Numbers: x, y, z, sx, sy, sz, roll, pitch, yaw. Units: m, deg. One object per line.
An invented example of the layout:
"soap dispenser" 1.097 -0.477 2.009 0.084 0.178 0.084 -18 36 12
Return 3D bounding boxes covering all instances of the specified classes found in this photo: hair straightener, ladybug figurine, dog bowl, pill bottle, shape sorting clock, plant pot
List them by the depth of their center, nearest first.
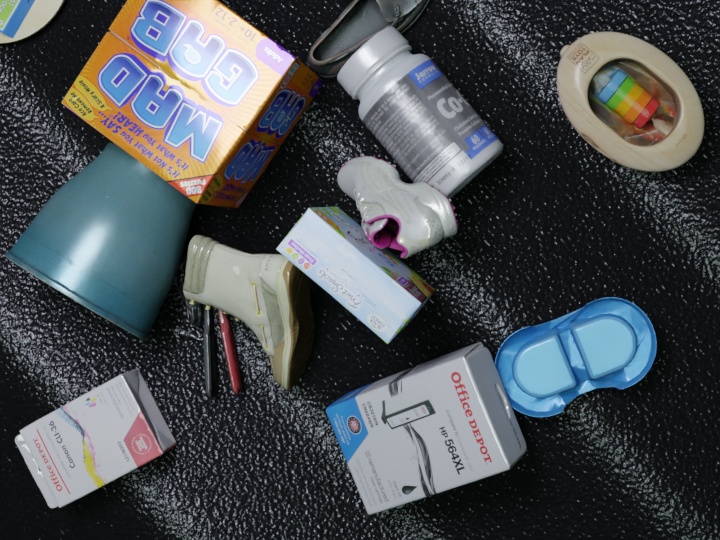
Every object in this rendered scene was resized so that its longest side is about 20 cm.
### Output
"ladybug figurine" 0.319 -0.202 1.357 0.200 0.072 0.136 44 98 3
"pill bottle" 0.069 -0.188 1.373 0.114 0.114 0.200 -40 87 8
"dog bowl" 0.262 0.104 1.392 0.199 0.050 0.112 -22 89 9
"plant pot" -0.302 -0.045 1.403 0.199 0.200 0.189 30 82 6
"hair straightener" -0.206 0.066 1.460 0.076 0.041 0.202 -11 91 8
"shape sorting clock" -0.472 -0.396 1.477 0.198 0.039 0.202 0 92 7

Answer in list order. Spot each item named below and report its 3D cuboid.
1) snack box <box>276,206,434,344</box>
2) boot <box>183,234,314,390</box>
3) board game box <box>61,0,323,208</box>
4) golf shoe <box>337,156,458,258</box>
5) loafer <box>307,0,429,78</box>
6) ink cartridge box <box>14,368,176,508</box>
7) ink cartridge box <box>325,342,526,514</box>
"snack box" 0.000 0.000 1.348 0.168 0.200 0.068 40 97 5
"boot" -0.140 0.051 1.414 0.154 0.072 0.201 14 131 18
"board game box" -0.193 -0.215 1.364 0.199 0.200 0.200 36 95 5
"golf shoe" 0.025 -0.077 1.358 0.091 0.200 0.076 -39 130 -21
"loafer" 0.016 -0.313 1.400 0.200 0.063 0.072 -42 87 8
"ink cartridge box" -0.357 0.227 1.475 0.199 0.067 0.117 -29 88 8
"ink cartridge box" 0.080 0.193 1.382 0.199 0.084 0.147 -24 88 24
